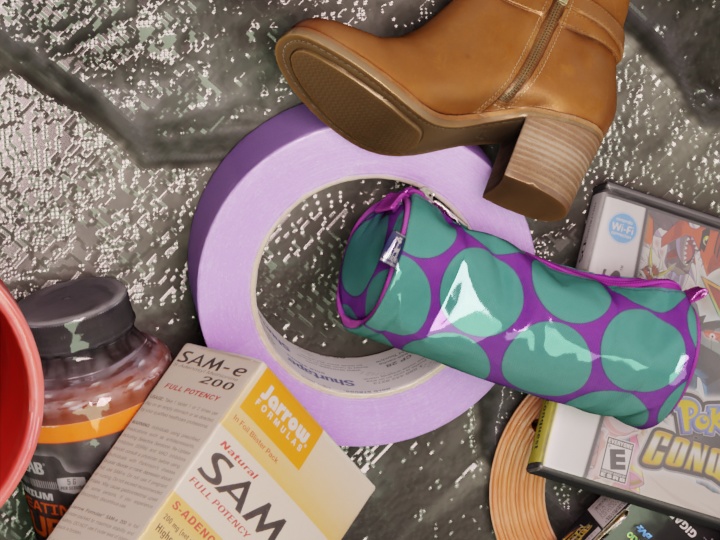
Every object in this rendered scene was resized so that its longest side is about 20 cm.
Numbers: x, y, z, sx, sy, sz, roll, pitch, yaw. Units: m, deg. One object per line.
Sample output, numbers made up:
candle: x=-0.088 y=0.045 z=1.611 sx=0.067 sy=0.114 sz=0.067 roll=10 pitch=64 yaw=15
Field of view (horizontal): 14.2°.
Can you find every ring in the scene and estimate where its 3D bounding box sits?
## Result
ring: x=0.178 y=0.134 z=1.787 sx=0.200 sy=0.019 sz=0.201 roll=-1 pitch=107 yaw=-3

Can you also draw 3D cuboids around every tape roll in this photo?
tape roll: x=0.000 y=0.000 z=1.700 sx=0.200 sy=0.066 sz=0.200 roll=-2 pitch=108 yaw=-7

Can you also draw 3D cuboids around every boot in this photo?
boot: x=0.060 y=-0.135 z=1.628 sx=0.200 sy=0.077 sz=0.155 roll=24 pitch=66 yaw=-11

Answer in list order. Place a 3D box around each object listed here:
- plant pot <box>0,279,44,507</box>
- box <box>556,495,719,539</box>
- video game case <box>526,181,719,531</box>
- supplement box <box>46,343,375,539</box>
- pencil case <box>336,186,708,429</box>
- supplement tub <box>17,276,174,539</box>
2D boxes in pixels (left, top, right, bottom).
plant pot: x=-0.280 y=0.045 z=1.611 sx=0.200 sy=0.177 sz=0.201 roll=-3 pitch=109 yaw=-8
box: x=0.179 y=0.248 z=1.778 sx=0.200 sy=0.050 sz=0.199 roll=43 pitch=94 yaw=-15
video game case: x=0.213 y=0.061 z=1.732 sx=0.200 sy=0.026 sz=0.181 roll=17 pitch=77 yaw=-14
supplement box: x=-0.097 y=0.159 z=1.624 sx=0.200 sy=0.074 sz=0.126 roll=-56 pitch=128 yaw=-20
pencil case: x=0.092 y=0.021 z=1.641 sx=0.200 sy=0.085 sz=0.092 roll=20 pitch=93 yaw=-15
supplement tub: x=-0.149 y=0.108 z=1.691 sx=0.107 sy=0.107 sz=0.200 roll=-14 pitch=109 yaw=-4
